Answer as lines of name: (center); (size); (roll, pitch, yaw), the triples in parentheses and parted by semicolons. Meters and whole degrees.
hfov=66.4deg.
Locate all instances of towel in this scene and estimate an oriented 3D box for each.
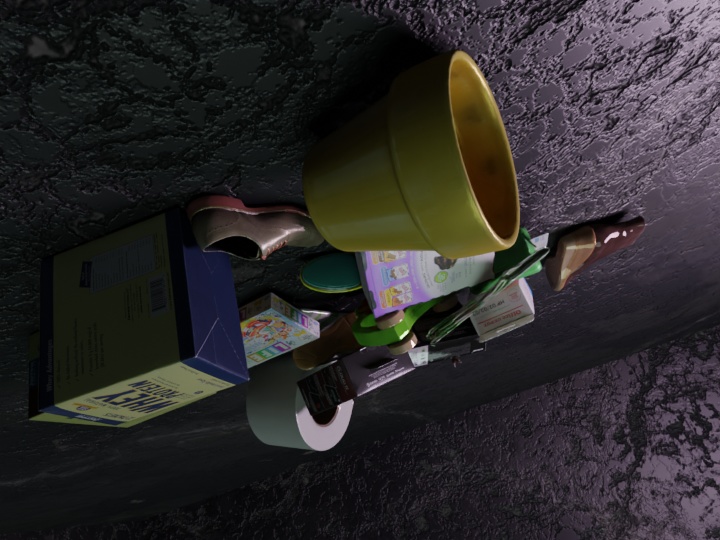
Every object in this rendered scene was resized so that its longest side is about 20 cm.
towel: (-0.088, 0.119, 1.120); (0.199, 0.023, 0.152); (11, 143, -43)
towel: (0.205, 0.040, 0.898); (0.152, 0.023, 0.200); (-26, 164, -46)

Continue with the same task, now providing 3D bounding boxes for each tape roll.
tape roll: (-0.128, 0.277, 1.182); (0.139, 0.204, 0.202); (-5, 164, 32)

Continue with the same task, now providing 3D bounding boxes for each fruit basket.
fruit basket: (0.255, -0.016, 1.026); (0.185, 0.094, 0.200); (-22, 170, 12)

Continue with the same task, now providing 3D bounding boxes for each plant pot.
plant pot: (0.049, -0.101, 0.589); (0.188, 0.202, 0.201); (-13, 159, 29)

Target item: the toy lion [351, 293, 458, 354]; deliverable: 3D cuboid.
toy lion: (0.056, 0.065, 0.954); (0.191, 0.069, 0.200); (-12, -159, 49)

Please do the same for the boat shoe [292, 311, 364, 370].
boat shoe: (-0.036, 0.133, 1.067); (0.199, 0.071, 0.069); (-22, 166, -8)

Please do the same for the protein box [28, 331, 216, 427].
protein box: (-0.380, 0.154, 0.891); (0.198, 0.135, 0.200); (-23, 155, 14)

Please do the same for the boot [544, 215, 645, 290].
boot: (0.474, -0.030, 1.121); (0.166, 0.073, 0.200); (-14, 151, -1)

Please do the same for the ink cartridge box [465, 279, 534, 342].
ink cartridge box: (0.277, 0.064, 1.093); (0.115, 0.068, 0.200); (-27, -176, 19)

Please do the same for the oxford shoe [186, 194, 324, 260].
oxford shoe: (-0.126, -0.042, 0.719); (0.199, 0.075, 0.070); (3, 148, -37)

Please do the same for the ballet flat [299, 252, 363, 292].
ballet flat: (0.000, 0.000, 0.902); (0.199, 0.067, 0.067); (-14, 165, -9)

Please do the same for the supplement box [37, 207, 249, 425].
supplement box: (-0.273, 0.064, 0.696); (0.199, 0.201, 0.134); (-19, 154, 8)

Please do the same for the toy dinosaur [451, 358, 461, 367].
toy dinosaur: (0.187, 0.165, 1.336); (0.199, 0.105, 0.181); (-19, 137, 34)

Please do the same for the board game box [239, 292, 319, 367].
board game box: (-0.194, 0.118, 1.005); (0.199, 0.034, 0.134); (-26, 140, 25)

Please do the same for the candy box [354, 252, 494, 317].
candy box: (0.093, -0.037, 0.803); (0.199, 0.072, 0.168); (-17, 134, -5)

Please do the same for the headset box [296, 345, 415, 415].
headset box: (-0.006, 0.196, 1.037); (0.148, 0.075, 0.200); (-16, 167, -39)

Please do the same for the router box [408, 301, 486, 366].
router box: (0.141, 0.128, 1.151); (0.199, 0.149, 0.051); (-10, 120, -14)
